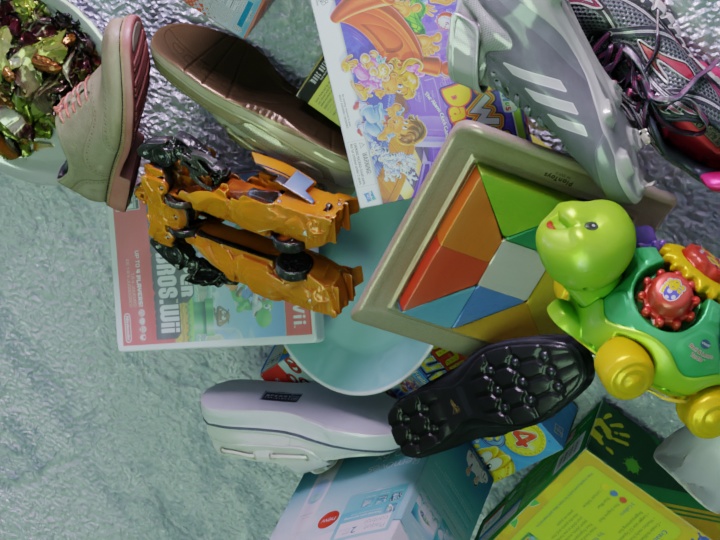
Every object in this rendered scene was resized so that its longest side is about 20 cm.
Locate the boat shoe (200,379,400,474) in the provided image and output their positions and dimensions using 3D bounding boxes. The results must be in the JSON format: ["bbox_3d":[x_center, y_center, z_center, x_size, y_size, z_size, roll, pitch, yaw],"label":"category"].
[{"bbox_3d":[-0.045,0.140,1.490,0.198,0.072,0.066,2,118,24],"label":"boat shoe"}]

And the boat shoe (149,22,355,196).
[{"bbox_3d":[-0.084,-0.124,1.395,0.199,0.072,0.065,30,135,2],"label":"boat shoe"}]

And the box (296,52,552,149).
[{"bbox_3d":[0.053,-0.112,1.360,0.199,0.050,0.075,35,129,-3],"label":"box"}]

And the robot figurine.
[{"bbox_3d":[-0.094,-0.040,1.403,0.199,0.058,0.146,22,134,26],"label":"robot figurine"}]

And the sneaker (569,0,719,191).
[{"bbox_3d":[0.208,-0.138,1.261,0.199,0.075,0.081,35,130,-4],"label":"sneaker"}]

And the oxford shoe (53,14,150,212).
[{"bbox_3d":[-0.211,-0.125,1.407,0.074,0.071,0.201,13,136,-2],"label":"oxford shoe"}]

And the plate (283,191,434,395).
[{"bbox_3d":[0.000,0.000,1.430,0.199,0.025,0.202,3,95,41],"label":"plate"}]

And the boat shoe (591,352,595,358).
[{"bbox_3d":[0.193,0.039,1.402,0.199,0.072,0.067,10,116,16],"label":"boat shoe"}]

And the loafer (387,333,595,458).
[{"bbox_3d":[0.104,0.091,1.342,0.200,0.070,0.069,-27,84,44],"label":"loafer"}]

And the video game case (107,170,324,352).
[{"bbox_3d":[-0.124,-0.007,1.480,0.198,0.017,0.144,-4,90,28],"label":"video game case"}]

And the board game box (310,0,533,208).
[{"bbox_3d":[0.043,-0.158,1.286,0.133,0.045,0.202,-11,107,11],"label":"board game box"}]

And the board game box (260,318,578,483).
[{"bbox_3d":[0.049,0.104,1.513,0.195,0.056,0.200,-32,107,37],"label":"board game box"}]

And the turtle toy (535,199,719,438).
[{"bbox_3d":[0.199,0.021,1.235,0.199,0.146,0.101,26,111,-25],"label":"turtle toy"}]

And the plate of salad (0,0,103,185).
[{"bbox_3d":[-0.287,-0.152,1.475,0.198,0.048,0.201,11,127,16],"label":"plate of salad"}]

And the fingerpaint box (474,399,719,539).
[{"bbox_3d":[0.214,0.232,1.525,0.166,0.074,0.200,35,130,-3],"label":"fingerpaint box"}]

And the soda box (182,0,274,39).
[{"bbox_3d":[-0.063,-0.269,1.283,0.063,0.069,0.200,31,130,-2],"label":"soda box"}]

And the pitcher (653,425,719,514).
[{"bbox_3d":[0.332,0.080,1.343,0.121,0.171,0.201,42,114,25],"label":"pitcher"}]

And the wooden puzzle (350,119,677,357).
[{"bbox_3d":[0.113,-0.004,1.306,0.184,0.037,0.201,18,124,-20],"label":"wooden puzzle"}]

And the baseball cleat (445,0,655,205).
[{"bbox_3d":[0.125,-0.127,1.231,0.106,0.070,0.201,-23,94,24],"label":"baseball cleat"}]

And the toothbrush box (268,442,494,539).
[{"bbox_3d":[0.007,0.221,1.448,0.146,0.200,0.086,-19,116,33],"label":"toothbrush box"}]
